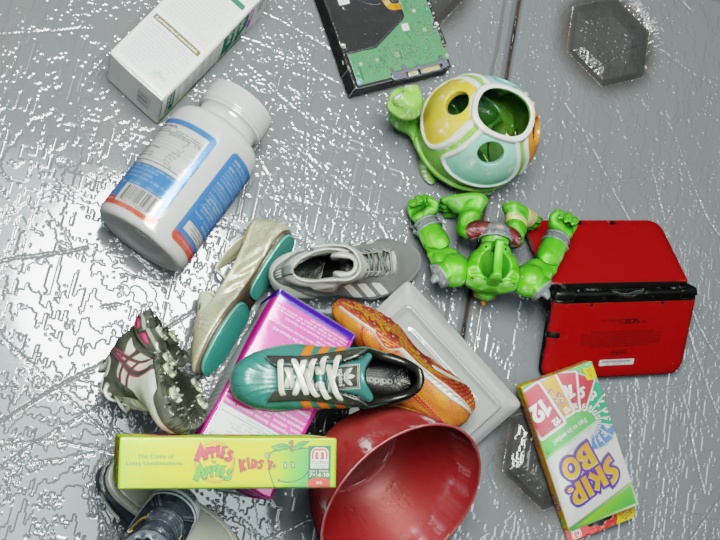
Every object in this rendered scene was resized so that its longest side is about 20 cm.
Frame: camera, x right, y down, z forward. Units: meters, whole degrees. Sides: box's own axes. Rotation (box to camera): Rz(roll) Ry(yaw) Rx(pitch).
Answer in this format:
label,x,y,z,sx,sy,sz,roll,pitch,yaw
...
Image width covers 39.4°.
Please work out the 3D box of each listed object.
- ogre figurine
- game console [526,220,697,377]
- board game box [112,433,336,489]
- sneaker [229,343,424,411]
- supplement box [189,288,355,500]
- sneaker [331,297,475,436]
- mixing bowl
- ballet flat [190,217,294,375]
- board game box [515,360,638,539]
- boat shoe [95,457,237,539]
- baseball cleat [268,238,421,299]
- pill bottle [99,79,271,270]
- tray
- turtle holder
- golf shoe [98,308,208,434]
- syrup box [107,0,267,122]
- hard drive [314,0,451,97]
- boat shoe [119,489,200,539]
label,x,y,z,sx,sy,sz,roll,pitch,yaw
ogre figurine,0.154,-0.027,1.195,0.200,0.098,0.120,17,60,-18
game console,0.307,0.035,1.277,0.199,0.119,0.173,-1,111,-16
board game box,-0.132,0.181,0.964,0.199,0.102,0.048,3,82,-16
sneaker,-0.030,0.106,1.020,0.199,0.080,0.072,0,80,-18
supplement box,-0.103,0.136,1.089,0.103,0.101,0.200,32,73,-9
sneaker,0.037,0.111,1.125,0.200,0.073,0.077,44,106,0
mixing bowl,0.020,0.221,1.084,0.200,0.108,0.201,-17,125,-26
ballet flat,-0.146,0.026,1.129,0.062,0.067,0.200,25,67,18
board game box,0.263,0.219,1.210,0.095,0.030,0.201,-18,92,-10
boat shoe,-0.199,0.274,1.052,0.200,0.062,0.075,44,53,-13
baseball cleat,0.000,0.000,1.130,0.200,0.106,0.070,-10,88,-30
pill bottle,-0.185,-0.109,1.107,0.112,0.112,0.200,37,71,-7
tray,0.084,0.120,1.170,0.107,0.022,0.200,-42,93,5
turtle holder,0.131,-0.181,1.205,0.185,0.132,0.141,41,72,-6
golf shoe,-0.213,0.120,1.021,0.088,0.200,0.077,-39,118,-1
syrup box,-0.194,-0.274,1.154,0.081,0.079,0.200,42,71,-5
hard drive,0.018,-0.326,1.250,0.139,0.038,0.201,-18,84,-19
boat shoe,-0.226,0.302,0.976,0.071,0.091,0.201,28,112,1
